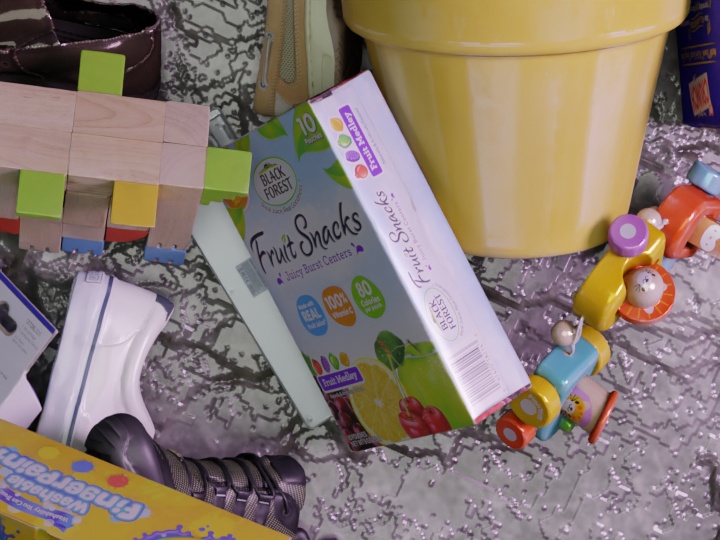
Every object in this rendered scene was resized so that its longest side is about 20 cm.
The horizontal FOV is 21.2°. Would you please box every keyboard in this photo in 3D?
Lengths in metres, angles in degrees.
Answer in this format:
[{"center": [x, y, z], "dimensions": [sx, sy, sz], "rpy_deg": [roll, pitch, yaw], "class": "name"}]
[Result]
[{"center": [-0.059, -0.001, 1.184], "dimensions": [0.056, 0.011, 0.201], "rpy_deg": [-30, 95, 5], "class": "keyboard"}]

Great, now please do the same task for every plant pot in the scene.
[{"center": [0.089, -0.117, 1.102], "dimensions": [0.199, 0.201, 0.191], "rpy_deg": [-4, 111, -3], "class": "plant pot"}]

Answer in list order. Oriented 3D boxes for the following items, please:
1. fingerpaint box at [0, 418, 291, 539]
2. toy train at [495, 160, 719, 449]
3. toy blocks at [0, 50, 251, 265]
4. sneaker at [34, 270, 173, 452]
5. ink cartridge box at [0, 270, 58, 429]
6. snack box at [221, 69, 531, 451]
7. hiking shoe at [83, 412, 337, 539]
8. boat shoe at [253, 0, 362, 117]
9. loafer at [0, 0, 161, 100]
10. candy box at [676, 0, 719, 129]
[{"center": [-0.138, 0.195, 1.058], "dimensions": [0.199, 0.073, 0.168], "rpy_deg": [18, 124, 25], "class": "fingerpaint box"}, {"center": [0.160, 0.030, 1.133], "dimensions": [0.055, 0.150, 0.201], "rpy_deg": [35, 100, 18], "class": "toy train"}, {"center": [-0.170, -0.053, 1.113], "dimensions": [0.198, 0.137, 0.101], "rpy_deg": [6, 70, -9], "class": "toy blocks"}, {"center": [-0.160, 0.104, 1.154], "dimensions": [0.070, 0.073, 0.202], "rpy_deg": [13, 95, -6], "class": "sneaker"}, {"center": [-0.254, 0.095, 1.141], "dimensions": [0.095, 0.037, 0.201], "rpy_deg": [39, 95, 39], "class": "ink cartridge box"}, {"center": [0.000, 0.000, 1.113], "dimensions": [0.053, 0.142, 0.201], "rpy_deg": [-30, 95, -32], "class": "snack box"}, {"center": [-0.087, 0.133, 1.138], "dimensions": [0.101, 0.076, 0.200], "rpy_deg": [-44, 134, -12], "class": "hiking shoe"}, {"center": [-0.039, -0.189, 1.144], "dimensions": [0.075, 0.072, 0.202], "rpy_deg": [3, 93, 12], "class": "boat shoe"}, {"center": [-0.204, -0.146, 1.107], "dimensions": [0.198, 0.073, 0.072], "rpy_deg": [6, 134, -26], "class": "loafer"}, {"center": [0.224, -0.184, 1.105], "dimensions": [0.076, 0.169, 0.202], "rpy_deg": [-4, 95, 0], "class": "candy box"}]
